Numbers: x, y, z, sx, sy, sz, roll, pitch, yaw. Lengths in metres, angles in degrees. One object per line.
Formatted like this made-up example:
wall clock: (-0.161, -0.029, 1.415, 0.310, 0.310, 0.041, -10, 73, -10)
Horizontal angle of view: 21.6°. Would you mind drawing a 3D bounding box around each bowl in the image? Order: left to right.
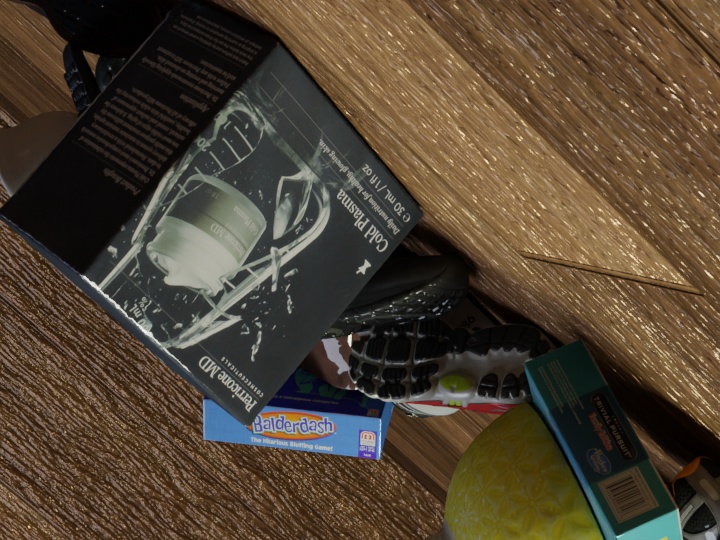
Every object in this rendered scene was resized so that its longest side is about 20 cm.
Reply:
bowl: (-0.223, -0.069, 1.636, 0.201, 0.090, 0.201, 51, -172, -9)
bowl: (0.109, 0.205, 1.330, 0.200, 0.108, 0.200, 157, 90, -88)

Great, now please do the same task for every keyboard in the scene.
keyboard: (-0.204, -0.111, 1.375, 0.104, 0.040, 0.200, 65, 173, -7)

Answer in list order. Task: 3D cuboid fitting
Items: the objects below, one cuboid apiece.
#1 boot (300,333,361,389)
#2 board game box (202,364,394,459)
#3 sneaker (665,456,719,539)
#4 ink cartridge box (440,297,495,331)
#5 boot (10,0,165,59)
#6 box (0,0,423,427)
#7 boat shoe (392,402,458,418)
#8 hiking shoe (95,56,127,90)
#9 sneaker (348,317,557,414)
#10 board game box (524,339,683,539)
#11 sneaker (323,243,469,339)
boot: (-0.068, 0.000, 1.569, 0.200, 0.072, 0.167, 25, 127, 44)
board game box: (-0.041, 0.085, 1.636, 0.152, 0.045, 0.200, 5, -152, 7)
sneaker: (0.243, 0.171, 1.312, 0.077, 0.078, 0.200, 53, 171, 9)
ink cartridge box: (0.098, 0.067, 1.523, 0.200, 0.039, 0.099, 42, 173, -18)
boot: (-0.192, -0.201, 1.394, 0.200, 0.075, 0.097, 31, -170, 33)
box: (-0.097, -0.039, 1.270, 0.124, 0.197, 0.200, 33, 170, 46)
boat shoe: (0.058, 0.098, 1.580, 0.069, 0.057, 0.200, 50, -164, 10)
hiking shoe: (-0.178, -0.129, 1.633, 0.087, 0.074, 0.200, 42, 172, 44)
sneaker: (0.078, 0.082, 1.431, 0.200, 0.077, 0.085, 8, 161, 39)
board game box: (0.177, 0.165, 1.310, 0.200, 0.047, 0.151, 70, 176, -51)
sneaker: (0.000, 0.000, 1.408, 0.076, 0.091, 0.200, 6, 169, -44)
